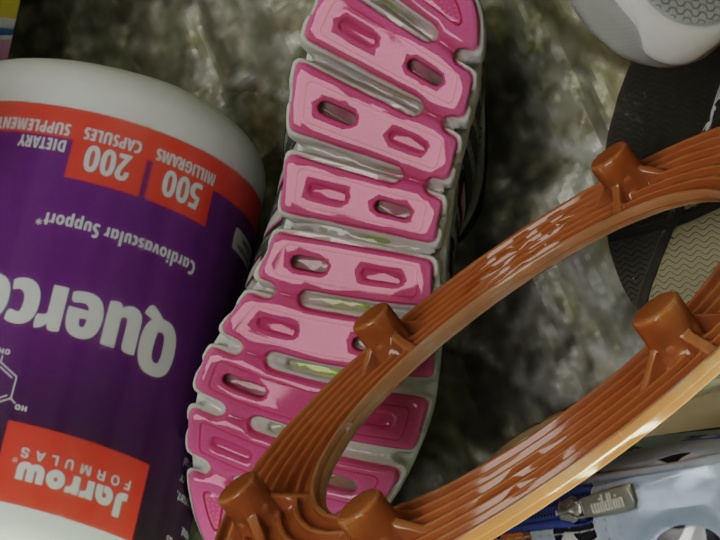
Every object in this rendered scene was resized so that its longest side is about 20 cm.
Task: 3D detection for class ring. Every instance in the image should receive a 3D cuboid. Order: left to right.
[{"bbox_3d":[0.039,0.017,0.646,0.200,0.201,0.019,-30,105,27],"label":"ring"}]

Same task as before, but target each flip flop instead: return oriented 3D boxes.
[{"bbox_3d":[0.125,-0.076,0.738,0.081,0.057,0.201,1,74,46],"label":"flip flop"}]

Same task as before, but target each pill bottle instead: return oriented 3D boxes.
[{"bbox_3d":[-0.101,0.041,0.804,0.112,0.112,0.201,0,69,30],"label":"pill bottle"}]

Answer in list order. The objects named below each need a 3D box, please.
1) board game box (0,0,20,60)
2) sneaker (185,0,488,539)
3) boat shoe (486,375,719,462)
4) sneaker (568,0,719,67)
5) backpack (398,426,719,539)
[{"bbox_3d":[-0.164,-0.148,0.858,0.153,0.040,0.201,46,133,34],"label":"board game box"},{"bbox_3d":[0.000,0.000,0.793,0.073,0.087,0.201,14,96,8],"label":"sneaker"},{"bbox_3d":[0.062,0.083,0.766,0.200,0.072,0.065,-37,77,31],"label":"boat shoe"},{"bbox_3d":[0.062,-0.112,0.743,0.082,0.074,0.200,-62,27,31],"label":"sneaker"},{"bbox_3d":[0.076,0.116,0.634,0.190,0.200,0.155,-21,72,34],"label":"backpack"}]
